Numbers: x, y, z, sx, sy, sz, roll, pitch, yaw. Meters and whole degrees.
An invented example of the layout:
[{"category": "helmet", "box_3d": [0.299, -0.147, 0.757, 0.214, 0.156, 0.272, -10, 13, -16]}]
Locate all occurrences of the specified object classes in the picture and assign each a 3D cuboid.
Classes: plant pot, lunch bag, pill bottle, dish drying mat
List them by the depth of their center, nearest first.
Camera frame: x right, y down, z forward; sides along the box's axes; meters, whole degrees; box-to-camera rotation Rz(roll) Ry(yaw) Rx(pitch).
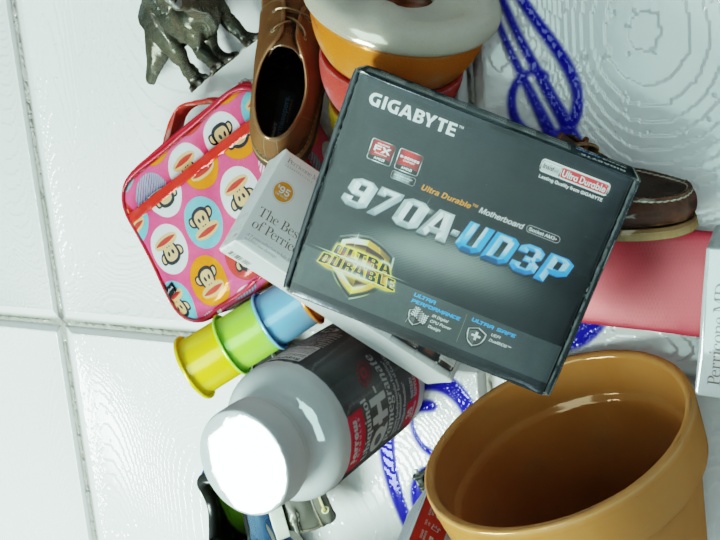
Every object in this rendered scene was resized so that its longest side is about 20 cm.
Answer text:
[{"category": "plant pot", "box_3d": [0.161, 0.172, 0.761, 0.198, 0.200, 0.141, -12, 113, 33]}, {"category": "dish drying mat", "box_3d": [0.216, 0.006, 0.774, 0.197, 0.018, 0.078, 6, 107, 31]}, {"category": "pill bottle", "box_3d": [-0.037, 0.114, 0.852, 0.109, 0.199, 0.113, 9, 109, 28]}, {"category": "lunch bag", "box_3d": [-0.111, -0.069, 0.924, 0.199, 0.082, 0.178, -32, 82, 31]}]

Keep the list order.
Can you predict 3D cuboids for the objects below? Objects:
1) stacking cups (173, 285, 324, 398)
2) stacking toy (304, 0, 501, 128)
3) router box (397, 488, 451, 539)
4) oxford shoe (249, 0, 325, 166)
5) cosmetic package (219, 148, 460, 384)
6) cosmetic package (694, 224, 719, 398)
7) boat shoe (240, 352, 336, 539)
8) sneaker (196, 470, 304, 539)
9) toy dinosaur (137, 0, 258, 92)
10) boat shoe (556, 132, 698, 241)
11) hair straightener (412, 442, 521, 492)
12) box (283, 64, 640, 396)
[{"category": "stacking cups", "box_3d": [-0.062, 0.031, 0.900, 0.199, 0.060, 0.061, -33, 85, 8]}, {"category": "stacking toy", "box_3d": [0.019, -0.134, 0.815, 0.145, 0.146, 0.202, 31, 136, 21]}, {"category": "router box", "box_3d": [0.095, 0.274, 0.792, 0.178, 0.200, 0.049, 32, 120, 1]}, {"category": "oxford shoe", "box_3d": [-0.048, -0.184, 0.823, 0.070, 0.071, 0.203, 5, 81, 2]}, {"category": "cosmetic package", "box_3d": [0.000, 0.000, 0.810, 0.199, 0.083, 0.051, 33, 161, -15]}, {"category": "cosmetic package", "box_3d": [0.319, 0.035, 0.671, 0.197, 0.071, 0.103, 6, 106, 23]}, {"category": "boat shoe", "box_3d": [-0.070, 0.135, 0.963, 0.059, 0.072, 0.205, -11, 84, -7]}, {"category": "sneaker", "box_3d": [-0.103, 0.265, 1.002, 0.078, 0.089, 0.202, -23, 93, 34]}, {"category": "toy dinosaur", "box_3d": [-0.149, -0.212, 0.901, 0.103, 0.077, 0.199, 53, 162, -13]}, {"category": "boat shoe", "box_3d": [0.142, -0.063, 0.768, 0.197, 0.070, 0.071, 6, 111, 31]}, {"category": "hair straightener", "box_3d": [0.071, 0.196, 0.902, 0.077, 0.041, 0.201, 44, 122, 14]}, {"category": "box", "box_3d": [0.065, -0.027, 0.717, 0.197, 0.046, 0.161, 22, 107, 4]}]
